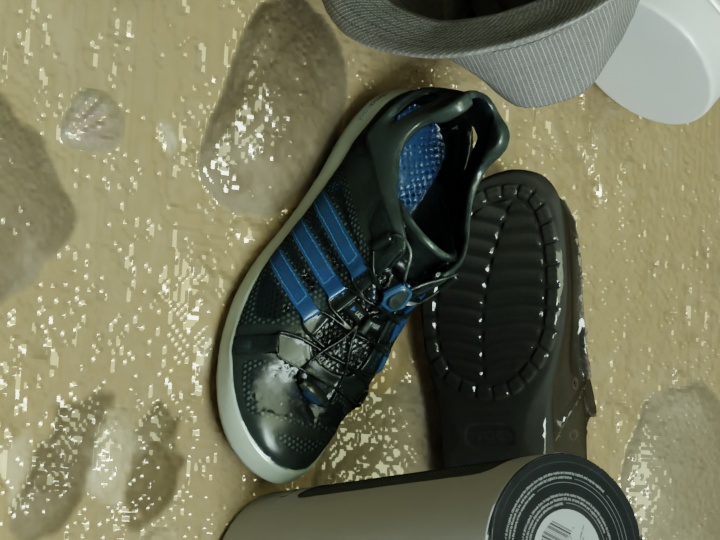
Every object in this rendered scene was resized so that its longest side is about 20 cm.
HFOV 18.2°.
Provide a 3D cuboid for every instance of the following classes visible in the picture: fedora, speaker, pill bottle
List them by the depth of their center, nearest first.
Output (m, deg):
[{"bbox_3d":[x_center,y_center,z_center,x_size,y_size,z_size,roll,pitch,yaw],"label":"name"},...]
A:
[{"bbox_3d":[0.022,0.125,0.938,0.081,0.200,0.082,7,77,-34],"label":"speaker"},{"bbox_3d":[0.072,-0.144,1.026,0.090,0.176,0.200,60,13,-47],"label":"fedora"},{"bbox_3d":[0.192,-0.169,1.131,0.111,0.111,0.200,51,61,-21],"label":"pill bottle"}]

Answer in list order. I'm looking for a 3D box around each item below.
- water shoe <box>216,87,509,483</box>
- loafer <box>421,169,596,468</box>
[{"bbox_3d":[0.000,0.000,1.004,0.071,0.079,0.200,34,69,-28],"label":"water shoe"},{"bbox_3d":[0.074,0.051,1.065,0.071,0.073,0.201,-12,106,-61],"label":"loafer"}]
